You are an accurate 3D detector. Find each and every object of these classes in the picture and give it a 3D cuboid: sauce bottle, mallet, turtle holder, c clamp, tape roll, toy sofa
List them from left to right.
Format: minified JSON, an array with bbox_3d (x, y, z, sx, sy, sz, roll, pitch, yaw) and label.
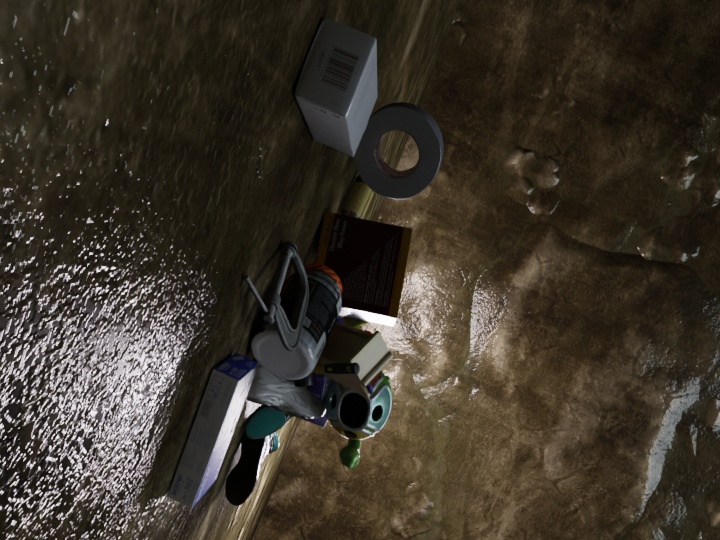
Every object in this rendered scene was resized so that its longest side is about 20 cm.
[{"bbox_3d":[-0.114,0.027,0.866,0.201,0.026,0.174,-79,156,-57],"label":"c clamp"},{"bbox_3d":[-0.066,0.166,1.009,0.199,0.041,0.067,-25,-106,51],"label":"mallet"},{"bbox_3d":[-0.031,0.156,1.068,0.083,0.198,0.099,-41,120,-26],"label":"toy sofa"},{"bbox_3d":[-0.016,0.279,1.123,0.187,0.140,0.132,-54,176,5],"label":"turtle holder"},{"bbox_3d":[0.004,-0.207,1.486,0.065,0.064,0.203,106,8,-66],"label":"sauce bottle"},{"bbox_3d":[0.086,-0.267,1.258,0.066,0.197,0.203,-61,173,-63],"label":"tape roll"}]

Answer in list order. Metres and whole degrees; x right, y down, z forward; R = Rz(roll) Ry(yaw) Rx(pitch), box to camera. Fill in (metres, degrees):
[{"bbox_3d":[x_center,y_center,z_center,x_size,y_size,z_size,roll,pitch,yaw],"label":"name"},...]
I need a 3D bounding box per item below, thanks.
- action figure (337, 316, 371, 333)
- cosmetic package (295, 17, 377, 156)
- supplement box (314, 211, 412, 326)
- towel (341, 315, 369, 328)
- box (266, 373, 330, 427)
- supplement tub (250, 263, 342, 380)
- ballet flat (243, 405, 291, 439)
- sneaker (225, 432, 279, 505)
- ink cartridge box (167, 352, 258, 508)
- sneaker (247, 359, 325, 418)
[{"bbox_3d":[-0.054,0.125,1.501,0.066,0.196,0.100,-64,176,-47],"label":"action figure"},{"bbox_3d":[-0.026,-0.230,0.739,0.200,0.073,0.103,85,27,-87],"label":"cosmetic package"},{"bbox_3d":[0.000,0.000,1.254,0.133,0.195,0.202,90,11,-77],"label":"supplement box"},{"bbox_3d":[-0.032,0.047,1.348,0.085,0.202,0.018,-28,152,-6],"label":"towel"},{"bbox_3d":[-0.112,0.208,1.213,0.104,0.146,0.203,19,-96,61],"label":"box"},{"bbox_3d":[-0.107,0.085,1.017,0.201,0.120,0.124,-64,175,-48],"label":"supplement tub"},{"bbox_3d":[-0.183,0.314,1.293,0.198,0.075,0.075,-30,163,-19],"label":"ballet flat"},{"bbox_3d":[-0.256,0.450,1.352,0.121,0.082,0.204,3,108,-77],"label":"sneaker"},{"bbox_3d":[-0.215,0.231,0.829,0.094,0.043,0.204,-36,148,-81],"label":"ink cartridge box"},{"bbox_3d":[-0.136,0.228,1.102,0.077,0.199,0.101,-6,-119,44],"label":"sneaker"}]
